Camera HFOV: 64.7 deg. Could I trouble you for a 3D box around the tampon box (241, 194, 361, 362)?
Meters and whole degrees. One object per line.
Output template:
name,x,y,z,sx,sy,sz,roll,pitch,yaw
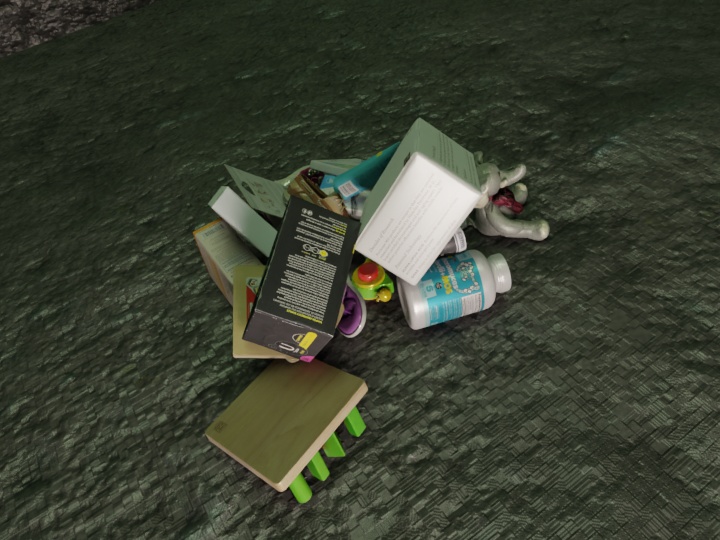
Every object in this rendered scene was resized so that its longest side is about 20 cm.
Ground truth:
tampon box,-0.094,0.018,0.912,0.124,0.150,0.204,19,63,-10

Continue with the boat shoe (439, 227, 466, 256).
boat shoe,0.147,-0.060,1.102,0.065,0.071,0.200,-20,14,-4

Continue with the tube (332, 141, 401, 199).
tube,0.028,-0.197,1.126,0.197,0.076,0.052,-19,64,41

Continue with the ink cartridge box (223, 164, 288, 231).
ink cartridge box,-0.185,-0.134,1.164,0.171,0.044,0.201,14,25,-38

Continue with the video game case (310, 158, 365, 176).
video game case,0.013,-0.230,1.315,0.197,0.023,0.181,21,22,32

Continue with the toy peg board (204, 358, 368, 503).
toy peg board,-0.105,0.250,0.904,0.196,0.099,0.200,12,46,43

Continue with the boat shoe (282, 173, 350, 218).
boat shoe,-0.062,-0.122,1.143,0.198,0.073,0.076,32,16,-4

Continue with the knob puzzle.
knob puzzle,-0.126,0.073,1.003,0.214,0.031,0.224,8,53,-10

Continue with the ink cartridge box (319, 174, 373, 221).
ink cartridge box,0.004,-0.136,1.234,0.195,0.068,0.117,10,42,6

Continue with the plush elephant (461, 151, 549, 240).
plush elephant,0.280,-0.161,1.168,0.195,0.157,0.167,-6,44,4

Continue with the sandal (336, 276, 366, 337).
sandal,-0.046,0.049,1.079,0.049,0.083,0.204,18,27,-32

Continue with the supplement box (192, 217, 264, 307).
supplement box,-0.249,0.003,1.135,0.073,0.128,0.200,-29,48,-20

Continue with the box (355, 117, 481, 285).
box,0.097,-0.124,0.984,0.129,0.202,0.200,30,28,-10

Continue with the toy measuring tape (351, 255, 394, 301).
toy measuring tape,0.000,0.000,1.131,0.072,0.075,0.201,-25,44,-14

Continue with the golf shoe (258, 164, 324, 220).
golf shoe,-0.174,-0.201,1.360,0.091,0.076,0.199,28,56,37

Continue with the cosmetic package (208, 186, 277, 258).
cosmetic package,-0.217,-0.092,1.086,0.052,0.150,0.200,-51,18,-4

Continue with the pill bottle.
pill bottle,0.170,0.029,1.037,0.195,0.112,0.112,-16,44,-5
